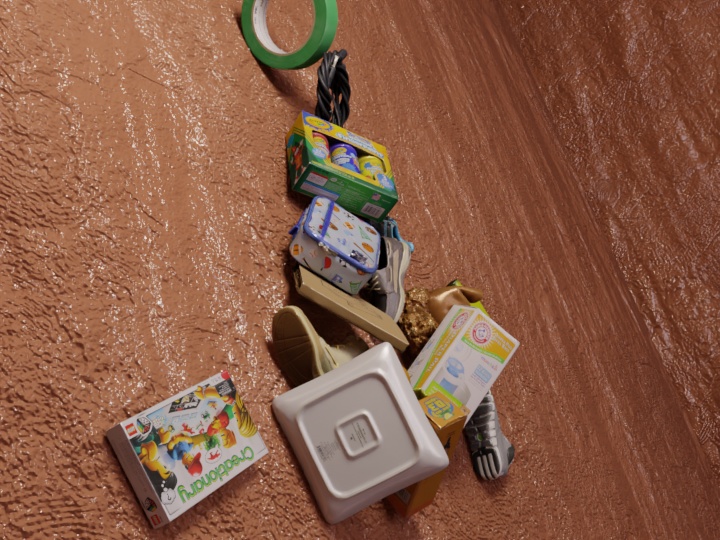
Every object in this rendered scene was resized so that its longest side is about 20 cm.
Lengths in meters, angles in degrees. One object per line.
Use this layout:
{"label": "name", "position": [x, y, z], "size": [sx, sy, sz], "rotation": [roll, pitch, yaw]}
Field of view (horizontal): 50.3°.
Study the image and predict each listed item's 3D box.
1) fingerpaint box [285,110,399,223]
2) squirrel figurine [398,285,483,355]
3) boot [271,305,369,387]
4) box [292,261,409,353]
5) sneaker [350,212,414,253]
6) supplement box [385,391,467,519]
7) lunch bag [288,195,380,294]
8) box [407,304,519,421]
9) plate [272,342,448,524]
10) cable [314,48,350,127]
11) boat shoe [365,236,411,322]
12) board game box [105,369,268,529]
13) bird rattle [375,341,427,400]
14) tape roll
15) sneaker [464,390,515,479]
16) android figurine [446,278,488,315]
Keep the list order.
{"label": "fingerpaint box", "position": [-0.036, -0.199, 1.471], "size": [0.199, 0.073, 0.167], "rotation": [20, 38, -27]}
{"label": "squirrel figurine", "position": [0.147, 0.132, 1.500], "size": [0.199, 0.141, 0.188], "rotation": [16, 61, -32]}
{"label": "boot", "position": [-0.054, 0.129, 1.220], "size": [0.201, 0.073, 0.155], "rotation": [63, 31, -7]}
{"label": "box", "position": [-0.021, 0.056, 1.265], "size": [0.199, 0.021, 0.164], "rotation": [31, 8, -14]}
{"label": "sneaker", "position": [0.029, -0.097, 1.538], "size": [0.200, 0.082, 0.073], "rotation": [52, 33, -11]}
{"label": "supplement box", "position": [0.095, 0.285, 1.181], "size": [0.066, 0.201, 0.069], "rotation": [-15, 44, -41]}
{"label": "lunch bag", "position": [-0.045, -0.050, 1.343], "size": [0.160, 0.076, 0.200], "rotation": [34, 22, -10]}
{"label": "box", "position": [0.172, 0.173, 1.372], "size": [0.112, 0.101, 0.200], "rotation": [40, 79, -15]}
{"label": "plate", "position": [-0.003, 0.234, 1.096], "size": [0.200, 0.199, 0.032], "rotation": [63, 2, 6]}
{"label": "cable", "position": [-0.056, -0.341, 1.549], "size": [0.163, 0.051, 0.201], "rotation": [-69, 166, -60]}
{"label": "boat shoe", "position": [0.039, 0.025, 1.446], "size": [0.073, 0.074, 0.201], "rotation": [27, 56, -27]}
{"label": "board game box", "position": [-0.209, 0.215, 0.956], "size": [0.127, 0.035, 0.200], "rotation": [62, 30, 3]}
{"label": "bird rattle", "position": [0.064, 0.206, 1.253], "size": [0.200, 0.112, 0.164], "rotation": [58, 17, -57]}
{"label": "tape roll", "position": [-0.142, -0.500, 1.515], "size": [0.201, 0.200, 0.048], "rotation": [61, 29, 3]}
{"label": "sneaker", "position": [0.259, 0.320, 1.543], "size": [0.115, 0.075, 0.201], "rotation": [23, 56, -53]}
{"label": "android figurine", "position": [0.250, 0.119, 1.722], "size": [0.200, 0.041, 0.182], "rotation": [55, 30, -7]}
